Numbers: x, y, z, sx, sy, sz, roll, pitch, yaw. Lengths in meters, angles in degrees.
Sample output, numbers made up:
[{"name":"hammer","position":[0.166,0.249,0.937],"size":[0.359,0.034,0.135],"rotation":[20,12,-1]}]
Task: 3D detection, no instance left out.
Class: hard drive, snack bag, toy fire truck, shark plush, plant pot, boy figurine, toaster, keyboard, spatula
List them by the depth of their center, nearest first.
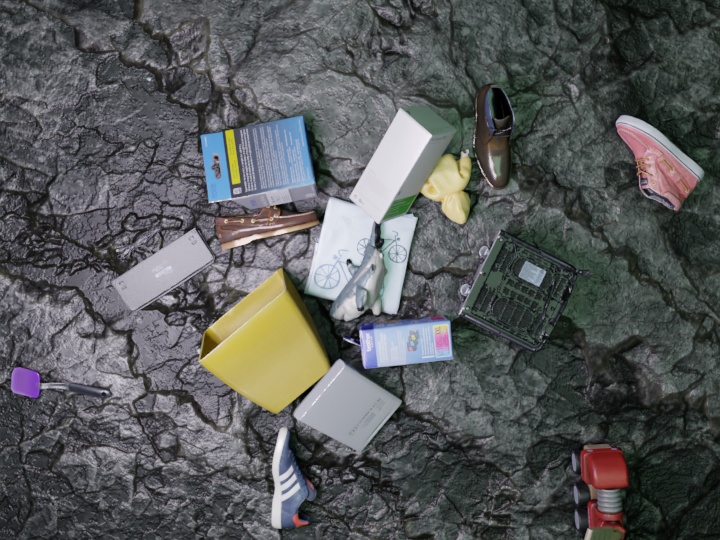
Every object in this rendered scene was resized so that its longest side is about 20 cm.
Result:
[{"name":"toy fire truck","position":[0.449,0.432,1.561],"size":[0.127,0.200,0.178],"rotation":[-3,93,0]},{"name":"plant pot","position":[-0.163,0.142,1.561],"size":[0.200,0.200,0.177],"rotation":[-39,103,2]},{"name":"hard drive","position":[-0.020,0.256,1.576],"size":[0.132,0.027,0.200],"rotation":[-50,136,2]},{"name":"toaster","position":[0.300,0.039,1.584],"size":[0.199,0.119,0.182],"rotation":[26,93,-1]},{"name":"shark plush","position":[0.000,0.000,1.592],"size":[0.083,0.091,0.202],"rotation":[15,98,28]},{"name":"boy figurine","position":[0.160,-0.185,1.603],"size":[0.124,0.064,0.201],"rotation":[-30,93,1]},{"name":"snack bag","position":[0.001,-0.031,1.631],"size":[0.187,0.021,0.202],"rotation":[12,93,-1]},{"name":"keyboard","position":[-0.395,-0.020,1.633],"size":[0.199,0.021,0.128],"rotation":[-32,98,0]},{"name":"spatula","position":[-0.585,0.227,1.641],"size":[0.198,0.021,0.057],"rotation":[7,105,-3]}]

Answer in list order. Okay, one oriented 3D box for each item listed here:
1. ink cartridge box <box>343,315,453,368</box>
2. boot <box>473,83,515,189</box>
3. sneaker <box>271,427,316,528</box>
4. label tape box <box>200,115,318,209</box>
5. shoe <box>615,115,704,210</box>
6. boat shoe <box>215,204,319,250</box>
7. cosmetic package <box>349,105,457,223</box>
[{"name":"ink cartridge box","position":[0.068,0.134,1.580],"size":[0.198,0.136,0.077],"rotation":[-8,91,0]},{"name":"boot","position":[0.252,-0.254,1.582],"size":[0.074,0.097,0.202],"rotation":[-9,92,1]},{"name":"sneaker","position":[-0.126,0.401,1.626],"size":[0.084,0.075,0.202],"rotation":[2,102,1]},{"name":"label tape box","position":[-0.190,-0.197,1.581],"size":[0.198,0.063,0.146],"rotation":[-10,71,0]},{"name":"shoe","position":[0.552,-0.203,1.597],"size":[0.199,0.071,0.091],"rotation":[36,86,-6]},{"name":"boat shoe","position":[-0.180,-0.094,1.603],"size":[0.198,0.070,0.071],"rotation":[-13,94,1]},{"name":"cosmetic package","position":[0.076,-0.195,1.535],"size":[0.085,0.107,0.201],"rotation":[43,123,17]}]
